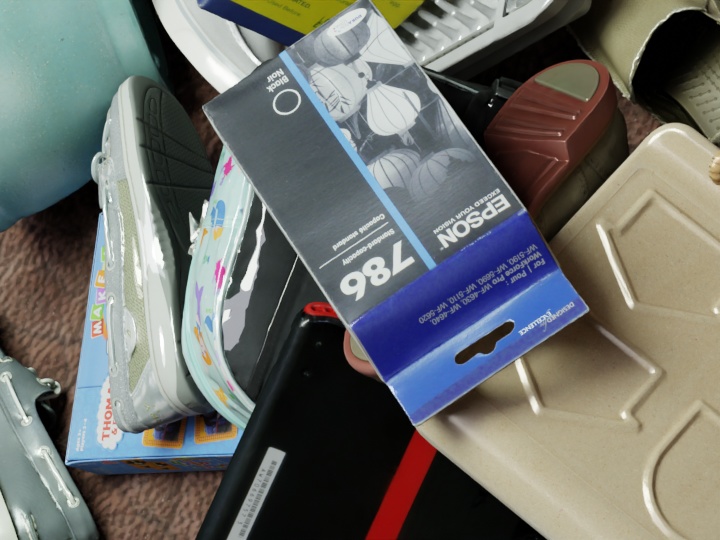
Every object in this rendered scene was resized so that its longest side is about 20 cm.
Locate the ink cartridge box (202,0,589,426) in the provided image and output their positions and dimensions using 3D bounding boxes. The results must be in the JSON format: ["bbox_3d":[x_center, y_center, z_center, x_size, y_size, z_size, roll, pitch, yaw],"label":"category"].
[{"bbox_3d":[0.014,-0.031,1.341,0.099,0.039,0.200,-34,56,-2],"label":"ink cartridge box"}]

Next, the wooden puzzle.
[{"bbox_3d":[0.151,0.056,1.346,0.185,0.046,0.200,39,70,13],"label":"wooden puzzle"}]

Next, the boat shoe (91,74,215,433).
[{"bbox_3d":[-0.118,-0.011,1.602,0.065,0.074,0.203,-21,68,27],"label":"boat shoe"}]

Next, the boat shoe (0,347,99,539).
[{"bbox_3d":[-0.202,0.092,1.703,0.062,0.073,0.200,-14,52,-8],"label":"boat shoe"}]

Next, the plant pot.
[{"bbox_3d":[-0.188,-0.135,1.689,0.134,0.200,0.201,-19,60,3],"label":"plant pot"}]

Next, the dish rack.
[{"bbox_3d":[0.061,-0.167,1.541,0.200,0.043,0.172,-26,47,43],"label":"dish rack"}]

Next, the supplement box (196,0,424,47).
[{"bbox_3d":[0.008,-0.216,1.498,0.200,0.109,0.110,-41,47,30],"label":"supplement box"}]

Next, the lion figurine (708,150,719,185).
[{"bbox_3d":[0.242,-0.045,1.315,0.122,0.073,0.200,30,74,37],"label":"lion figurine"}]

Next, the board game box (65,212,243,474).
[{"bbox_3d":[-0.074,0.035,1.620,0.199,0.037,0.152,-4,72,37],"label":"board game box"}]

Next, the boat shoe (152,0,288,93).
[{"bbox_3d":[-0.075,-0.165,1.676,0.069,0.072,0.200,-44,44,19],"label":"boat shoe"}]

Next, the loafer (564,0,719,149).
[{"bbox_3d":[0.160,-0.114,1.457,0.076,0.067,0.200,-54,48,11],"label":"loafer"}]

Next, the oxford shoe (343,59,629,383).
[{"bbox_3d":[0.070,-0.009,1.388,0.070,0.075,0.200,17,57,46],"label":"oxford shoe"}]

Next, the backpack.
[{"bbox_3d":[0.000,0.000,1.473,0.151,0.177,0.201,156,128,-70],"label":"backpack"}]

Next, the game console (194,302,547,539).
[{"bbox_3d":[0.011,0.129,1.422,0.201,0.176,0.031,-66,17,12],"label":"game console"}]
